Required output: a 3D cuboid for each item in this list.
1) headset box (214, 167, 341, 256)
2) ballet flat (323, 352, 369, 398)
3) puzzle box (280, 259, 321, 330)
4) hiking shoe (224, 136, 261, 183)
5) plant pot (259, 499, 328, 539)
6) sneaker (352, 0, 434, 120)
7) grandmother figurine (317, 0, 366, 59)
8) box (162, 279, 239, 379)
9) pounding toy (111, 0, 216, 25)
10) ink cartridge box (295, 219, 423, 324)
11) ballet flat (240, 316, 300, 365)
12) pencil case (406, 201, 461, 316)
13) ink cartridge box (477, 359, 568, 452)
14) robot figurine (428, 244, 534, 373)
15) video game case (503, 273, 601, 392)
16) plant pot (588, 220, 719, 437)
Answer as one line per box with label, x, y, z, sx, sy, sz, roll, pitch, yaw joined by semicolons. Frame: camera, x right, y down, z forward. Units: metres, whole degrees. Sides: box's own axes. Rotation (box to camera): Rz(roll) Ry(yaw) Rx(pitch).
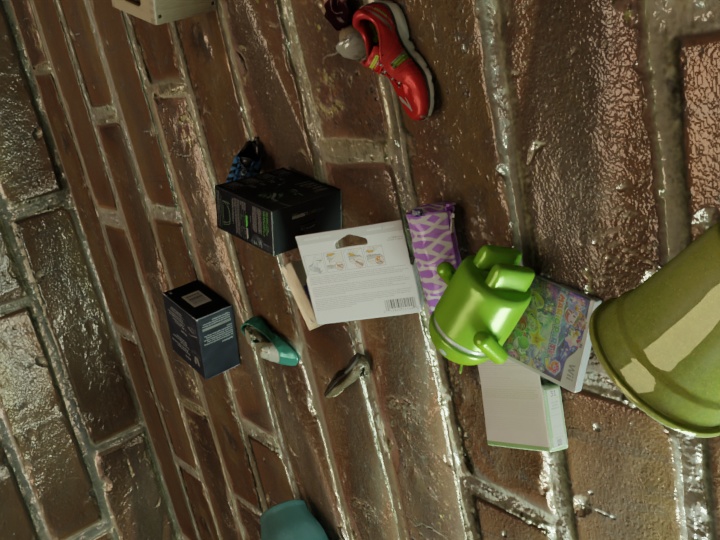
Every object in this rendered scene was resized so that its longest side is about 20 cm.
headset box;-0.155;-0.118;1.547;0.200;0.174;0.093;24;124;40
ballet flat;-0.028;0.235;1.717;0.046;0.067;0.200;32;142;-6
puzzle box;-0.086;0.040;1.570;0.025;0.200;0.133;-25;87;16
hiking shoe;-0.254;-0.195;1.665;0.200;0.074;0.087;-86;7;-47
plant pot;-0.183;0.733;2.146;0.200;0.200;0.188;110;143;-48
sneaker;0.044;-0.316;1.225;0.077;0.085;0.200;-31;84;58
grandmother figurine;-0.039;-0.442;1.300;0.121;0.060;0.200;-143;30;-81
box;-0.444;0.163;2.217;0.197;0.117;0.201;30;132;43
pounding toy;-0.413;-0.585;1.659;0.200;0.184;0.143;30;133;32
ink cartridge box;0.000;0.000;1.422;0.199;0.045;0.177;-8;109;15
ballet flat;-0.232;0.184;1.963;0.200;0.070;0.068;37;137;38
pencil case;0.135;-0.017;1.294;0.085;0.084;0.201;-4;110;32
ink cartridge box;0.253;0.184;1.277;0.145;0.048;0.201;-11;85;57
robot figurine;0.176;0.058;1.184;0.200;0.115;0.176;-63;36;33
video game case;0.259;0.077;1.192;0.200;0.018;0.144;26;115;45
plant pot;0.389;0.049;0.878;0.200;0.200;0.184;50;133;24
